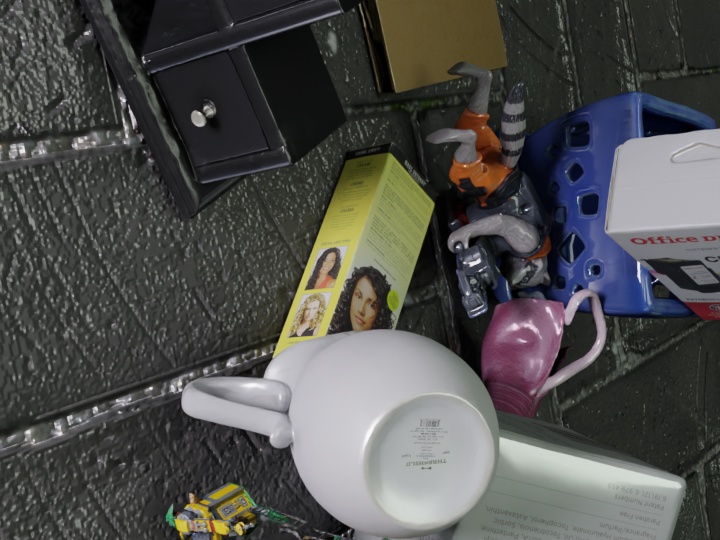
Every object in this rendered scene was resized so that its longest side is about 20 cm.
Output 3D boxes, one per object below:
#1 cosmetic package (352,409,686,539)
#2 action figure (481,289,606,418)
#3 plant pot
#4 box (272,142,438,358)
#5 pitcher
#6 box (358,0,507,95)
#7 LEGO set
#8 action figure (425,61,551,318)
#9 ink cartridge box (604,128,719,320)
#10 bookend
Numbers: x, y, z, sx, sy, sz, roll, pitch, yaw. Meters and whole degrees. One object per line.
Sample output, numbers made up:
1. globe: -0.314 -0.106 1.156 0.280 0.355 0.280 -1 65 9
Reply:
1. cosmetic package: 0.098 0.208 0.791 0.166 0.167 0.200 17 88 -19
2. action figure: 0.128 0.123 0.939 0.134 0.149 0.200 62 37 -30
3. plant pot: 0.231 -0.051 1.063 0.200 0.180 0.200 3 83 -51
4. box: 0.000 0.000 0.870 0.075 0.050 0.200 44 53 -39
5. pitcher: -0.016 0.094 0.692 0.171 0.200 0.122 -3 98 -18
6. box: 0.063 -0.252 1.005 0.200 0.021 0.164 -24 104 -50
7. LEGO set: -0.063 0.224 0.666 0.116 0.200 0.154 -21 122 -49
8. action figure: 0.117 -0.053 0.925 0.200 0.104 0.194 -90 158 -54
9. ink cartridge box: 0.311 -0.032 0.900 0.200 0.146 0.083 31 65 -44
10. bookend: -0.059 -0.151 0.697 0.092 0.198 0.200 -45 120 -47
